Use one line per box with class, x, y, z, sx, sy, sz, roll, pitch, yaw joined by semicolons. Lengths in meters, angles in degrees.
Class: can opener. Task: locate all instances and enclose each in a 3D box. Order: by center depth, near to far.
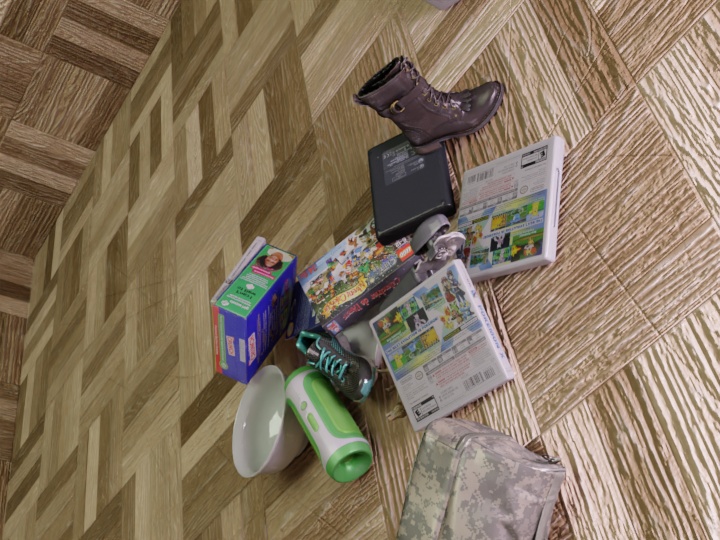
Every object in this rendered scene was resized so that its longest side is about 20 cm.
can opener;0.087;-0.003;1.401;0.200;0.053;0.067;-53;53;41

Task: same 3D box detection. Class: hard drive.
hard drive;0.081;-0.150;1.547;0.138;0.033;0.202;-23;48;22

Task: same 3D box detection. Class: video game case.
video game case;0.111;0.111;1.338;0.200;0.022;0.184;-38;68;41
video game case;0.211;-0.082;1.347;0.199;0.022;0.185;-17;59;54
video game case;-0.225;0.065;1.788;0.201;0.023;0.183;90;-156;-47

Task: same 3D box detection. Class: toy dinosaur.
toy dinosaur;0.083;0.134;1.436;0.101;0.058;0.202;30;101;44

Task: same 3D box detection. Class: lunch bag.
lunch bag;0.152;0.299;1.130;0.167;0.139;0.202;18;91;43

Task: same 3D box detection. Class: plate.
plate;-0.007;0.106;1.601;0.199;0.032;0.203;-8;67;58

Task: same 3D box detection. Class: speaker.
speaker;-0.055;0.248;1.522;0.089;0.088;0.200;-57;43;21

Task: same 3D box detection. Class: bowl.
bowl;-0.148;0.279;1.674;0.201;0.090;0.203;-37;43;45

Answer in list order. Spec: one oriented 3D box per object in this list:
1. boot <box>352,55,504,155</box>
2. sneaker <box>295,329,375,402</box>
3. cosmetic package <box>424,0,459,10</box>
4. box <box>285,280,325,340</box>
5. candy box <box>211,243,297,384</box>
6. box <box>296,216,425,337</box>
boot;0.109;-0.277;1.463;0.199;0.174;0.070;-31;44;21
sneaker;-0.046;0.152;1.518;0.200;0.090;0.078;33;103;59
cosmetic package;0.153;-0.588;1.601;0.199;0.166;0.168;-14;61;54
box;-0.068;0.052;1.671;0.199;0.032;0.123;-26;49;50
candy box;-0.195;0.080;1.727;0.201;0.076;0.171;-56;-21;-47
box;0.000;0.000;1.547;0.199;0.038;0.137;-38;43;5
